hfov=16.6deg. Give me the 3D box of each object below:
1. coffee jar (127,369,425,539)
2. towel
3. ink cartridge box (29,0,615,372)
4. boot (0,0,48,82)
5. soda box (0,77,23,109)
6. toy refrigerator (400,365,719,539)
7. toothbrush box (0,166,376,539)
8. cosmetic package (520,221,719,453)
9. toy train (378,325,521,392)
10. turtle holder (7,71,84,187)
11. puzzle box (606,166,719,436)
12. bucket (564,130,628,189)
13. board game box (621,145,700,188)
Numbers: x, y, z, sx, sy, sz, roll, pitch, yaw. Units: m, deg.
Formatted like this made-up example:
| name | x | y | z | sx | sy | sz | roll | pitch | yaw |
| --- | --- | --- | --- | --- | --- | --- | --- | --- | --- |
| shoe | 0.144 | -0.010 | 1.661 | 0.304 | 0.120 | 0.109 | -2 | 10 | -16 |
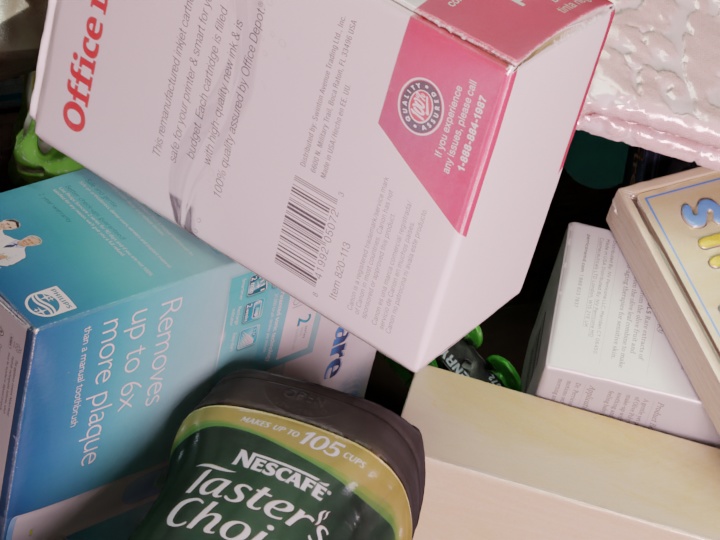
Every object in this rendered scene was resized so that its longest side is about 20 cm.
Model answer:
| name | x | y | z | sx | sy | sz | roll | pitch | yaw |
| --- | --- | --- | --- | --- | --- | --- | --- | --- | --- |
| coffee jar | -0.049 | 0.127 | 0.951 | 0.104 | 0.085 | 0.200 | 14 | 43 | 16 |
| towel | 0.186 | -0.120 | 1.111 | 0.191 | 0.032 | 0.200 | 16 | 50 | -8 |
| ink cartridge box | -0.020 | -0.078 | 0.962 | 0.200 | 0.147 | 0.083 | 32 | 38 | 20 |
| boot | -0.137 | -0.165 | 1.160 | 0.186 | 0.064 | 0.200 | -6 | 50 | 12 |
| soda box | -0.131 | -0.138 | 1.327 | 0.200 | 0.064 | 0.068 | -10 | 42 | -30 |
| toy refrigerator | 0.107 | 0.111 | 1.058 | 0.200 | 0.076 | 0.070 | 16 | 35 | 4 |
| toothbrush box | -0.088 | 0.030 | 1.043 | 0.200 | 0.147 | 0.085 | -20 | 48 | -39 |
| cosmetic package | 0.175 | 0.060 | 1.108 | 0.199 | 0.108 | 0.085 | 13 | 56 | -1 |
| toy train | 0.000 | 0.000 | 1.136 | 0.042 | 0.056 | 0.200 | -36 | 84 | -28 |
| turtle holder | -0.111 | -0.087 | 1.205 | 0.185 | 0.132 | 0.141 | -15 | 45 | -34 |
| puzzle box | 0.205 | 0.033 | 1.052 | 0.133 | 0.025 | 0.200 | -16 | 60 | -18 |
| bucket | 0.126 | -0.129 | 1.259 | 0.207 | 0.207 | 0.135 | 14 | 80 | 0 |
| board game box | 0.224 | -0.048 | 1.146 | 0.200 | 0.035 | 0.136 | 13 | 75 | -10 |
